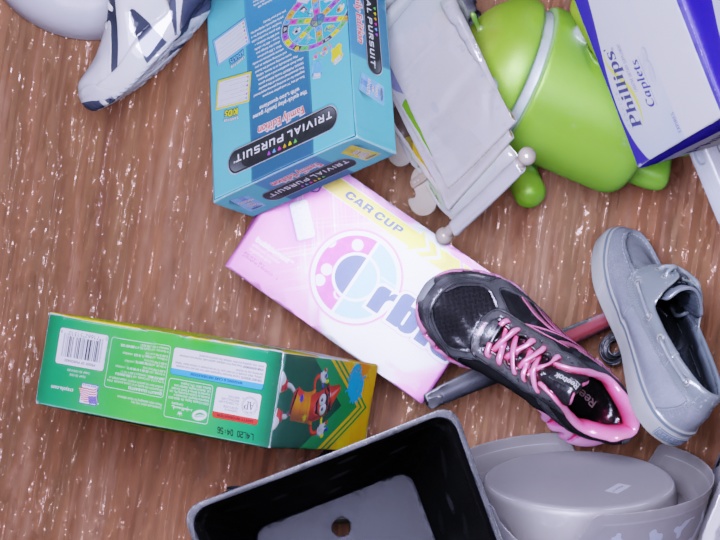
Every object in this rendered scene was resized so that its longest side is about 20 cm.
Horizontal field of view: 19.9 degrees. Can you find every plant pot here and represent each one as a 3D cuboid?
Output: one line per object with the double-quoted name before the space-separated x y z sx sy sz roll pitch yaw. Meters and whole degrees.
"plant pot" 0.004 0.226 1.471 0.199 0.177 0.201 -21 87 -3

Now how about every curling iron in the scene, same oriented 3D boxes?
"curling iron" 0.142 0.071 1.584 0.199 0.026 0.050 -16 80 -17

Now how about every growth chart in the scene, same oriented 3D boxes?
"growth chart" 0.058 -0.131 1.536 0.018 0.144 0.201 -14 78 -40

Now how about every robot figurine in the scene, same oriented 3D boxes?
"robot figurine" 0.157 -0.134 1.565 0.199 0.176 0.116 22 49 -10

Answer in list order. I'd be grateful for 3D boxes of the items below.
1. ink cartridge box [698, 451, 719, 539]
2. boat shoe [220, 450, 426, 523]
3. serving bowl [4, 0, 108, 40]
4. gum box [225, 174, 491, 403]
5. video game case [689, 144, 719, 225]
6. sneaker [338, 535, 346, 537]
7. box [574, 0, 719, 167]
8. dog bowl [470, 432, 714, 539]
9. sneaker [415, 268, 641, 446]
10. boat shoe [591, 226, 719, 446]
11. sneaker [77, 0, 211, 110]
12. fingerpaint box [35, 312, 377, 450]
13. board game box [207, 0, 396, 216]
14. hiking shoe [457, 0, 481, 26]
"ink cartridge box" 0.354 0.145 1.567 0.145 0.084 0.201 23 89 4
"boat shoe" -0.015 0.165 1.600 0.198 0.075 0.063 -6 81 0
"serving bowl" -0.216 -0.287 1.633 0.198 0.066 0.202 0 87 3
"gum box" 0.000 0.000 1.605 0.199 0.066 0.114 35 92 4
"video game case" 0.308 -0.145 1.556 0.199 0.023 0.183 -20 86 -36
"sneaker" 0.041 0.291 1.586 0.139 0.078 0.201 -18 87 4
"box" 0.264 -0.193 1.467 0.199 0.105 0.185 -17 83 -34
"dog bowl" 0.163 0.177 1.529 0.198 0.200 0.059 0 103 4
"sneaker" 0.131 0.067 1.522 0.199 0.095 0.079 33 91 -15
"boat shoe" 0.230 0.036 1.543 0.070 0.202 0.071 22 130 -32
"sneaker" -0.178 -0.228 1.573 0.130 0.079 0.199 45 117 0
"fingerpaint box" -0.112 0.086 1.532 0.199 0.167 0.074 8 88 24
"board game box" -0.048 -0.160 1.559 0.150 0.047 0.202 -21 63 38
"hiking shoe" 0.009 -0.235 1.610 0.100 0.076 0.200 -38 87 -2
